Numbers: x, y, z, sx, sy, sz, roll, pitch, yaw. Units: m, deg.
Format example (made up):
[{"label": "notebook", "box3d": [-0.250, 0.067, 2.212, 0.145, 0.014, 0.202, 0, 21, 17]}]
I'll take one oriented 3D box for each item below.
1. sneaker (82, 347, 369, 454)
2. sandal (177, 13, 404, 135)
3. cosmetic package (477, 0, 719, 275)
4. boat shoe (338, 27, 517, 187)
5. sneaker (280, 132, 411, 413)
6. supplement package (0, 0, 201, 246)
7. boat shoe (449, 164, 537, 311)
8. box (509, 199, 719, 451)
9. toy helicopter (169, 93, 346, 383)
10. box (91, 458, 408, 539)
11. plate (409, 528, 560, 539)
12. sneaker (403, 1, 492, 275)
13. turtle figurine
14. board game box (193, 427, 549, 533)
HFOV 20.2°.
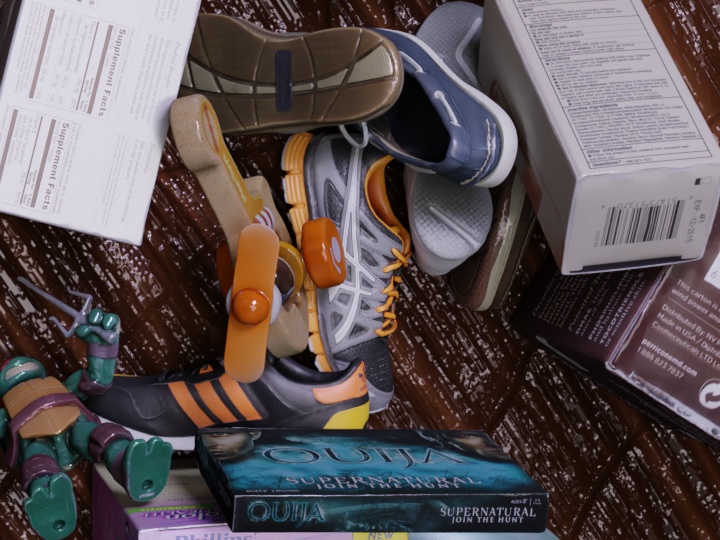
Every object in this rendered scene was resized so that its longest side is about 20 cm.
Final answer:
[{"label": "sneaker", "box3d": [-0.089, 0.078, 1.368, 0.199, 0.070, 0.091, 11, 105, 5]}, {"label": "sandal", "box3d": [-0.049, -0.128, 1.338, 0.054, 0.199, 0.081, 1, 93, -56]}, {"label": "cosmetic package", "box3d": [0.150, -0.099, 1.304, 0.103, 0.201, 0.088, -6, 136, -11]}, {"label": "boat shoe", "box3d": [0.021, -0.111, 1.338, 0.062, 0.200, 0.075, 6, 117, -41]}, {"label": "sneaker", "box3d": [0.000, 0.000, 1.393, 0.077, 0.078, 0.202, -9, 100, 14]}, {"label": "supplement package", "box3d": [-0.178, -0.130, 1.299, 0.110, 0.156, 0.201, 15, 92, -15]}, {"label": "boat shoe", "box3d": [0.121, -0.067, 1.435, 0.074, 0.075, 0.204, 12, 94, -25]}, {"label": "box", "box3d": [0.238, 0.023, 1.410, 0.165, 0.200, 0.165, 31, 87, -16]}, {"label": "toy helicopter", "box3d": [-0.077, -0.022, 1.274, 0.078, 0.133, 0.201, -13, 131, 15]}, {"label": "box", "box3d": [-0.078, 0.189, 1.340, 0.175, 0.200, 0.097, -2, 96, -16]}, {"label": "plate", "box3d": [0.083, 0.274, 1.486, 0.199, 0.026, 0.202, -2, 97, -15]}, {"label": "sneaker", "box3d": [0.057, -0.092, 1.413, 0.070, 0.080, 0.202, 9, 70, -6]}, {"label": "turtle figurine", "box3d": [-0.207, 0.090, 1.317, 0.149, 0.200, 0.101, -37, 133, -9]}, {"label": "board game box", "box3d": [0.003, 0.131, 1.275, 0.198, 0.135, 0.028, 2, 103, -16]}]
